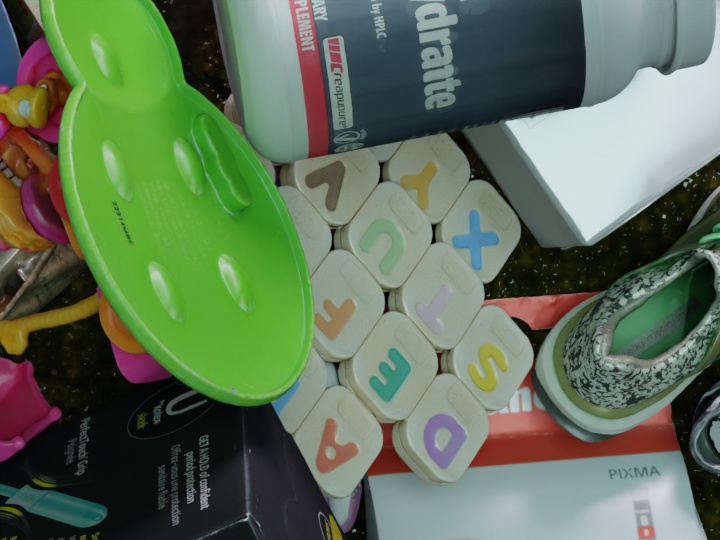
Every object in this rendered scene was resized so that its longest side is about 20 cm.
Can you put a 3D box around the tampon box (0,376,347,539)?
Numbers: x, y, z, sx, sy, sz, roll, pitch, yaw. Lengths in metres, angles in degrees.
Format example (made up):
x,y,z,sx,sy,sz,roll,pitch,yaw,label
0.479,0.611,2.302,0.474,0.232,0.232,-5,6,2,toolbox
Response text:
x,y,z,sx,sy,sz,roll,pitch,yaw,label
-0.108,0.151,1.245,0.200,0.150,0.126,-24,115,8,tampon box

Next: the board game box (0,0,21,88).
x,y,z,sx,sy,sz,roll,pitch,yaw,label
-0.193,-0.116,1.343,0.039,0.200,0.158,-28,83,-32,board game box

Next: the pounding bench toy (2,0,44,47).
x,y,z,sx,sy,sz,roll,pitch,yaw,label
-0.110,-0.196,1.341,0.156,0.200,0.124,-33,93,-7,pounding bench toy

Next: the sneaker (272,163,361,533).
x,y,z,sx,sy,sz,roll,pitch,yaw,label
-0.058,0.035,1.411,0.088,0.080,0.200,-18,87,-1,sneaker

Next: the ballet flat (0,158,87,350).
x,y,z,sx,sy,sz,roll,pitch,yaw,label
-0.194,0.022,1.363,0.070,0.065,0.200,18,56,28,ballet flat

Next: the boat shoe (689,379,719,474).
x,y,z,sx,sy,sz,roll,pitch,yaw,label
0.249,0.049,1.421,0.199,0.068,0.074,-16,91,15,boat shoe

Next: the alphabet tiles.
x,y,z,sx,sy,sz,roll,pitch,yaw,label
0.000,0.000,1.388,0.200,0.015,0.196,50,52,-17,alphabet tiles

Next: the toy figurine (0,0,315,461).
x,y,z,sx,sy,sz,roll,pitch,yaw,label
-0.145,-0.003,1.240,0.184,0.150,0.200,-27,81,28,toy figurine

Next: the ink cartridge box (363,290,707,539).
x,y,z,sx,sy,sz,roll,pitch,yaw,label
0.084,0.113,1.440,0.162,0.050,0.200,-4,93,-9,ink cartridge box

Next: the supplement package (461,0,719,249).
x,y,z,sx,sy,sz,roll,pitch,yaw,label
0.087,-0.123,1.407,0.120,0.121,0.200,-35,94,-6,supplement package

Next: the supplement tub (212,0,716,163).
x,y,z,sx,sy,sz,roll,pitch,yaw,label
0.038,-0.129,1.271,0.200,0.140,0.140,-11,91,-5,supplement tub

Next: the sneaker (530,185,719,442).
x,y,z,sx,sy,sz,roll,pitch,yaw,label
0.174,0.004,1.425,0.200,0.089,0.077,-41,86,-15,sneaker
